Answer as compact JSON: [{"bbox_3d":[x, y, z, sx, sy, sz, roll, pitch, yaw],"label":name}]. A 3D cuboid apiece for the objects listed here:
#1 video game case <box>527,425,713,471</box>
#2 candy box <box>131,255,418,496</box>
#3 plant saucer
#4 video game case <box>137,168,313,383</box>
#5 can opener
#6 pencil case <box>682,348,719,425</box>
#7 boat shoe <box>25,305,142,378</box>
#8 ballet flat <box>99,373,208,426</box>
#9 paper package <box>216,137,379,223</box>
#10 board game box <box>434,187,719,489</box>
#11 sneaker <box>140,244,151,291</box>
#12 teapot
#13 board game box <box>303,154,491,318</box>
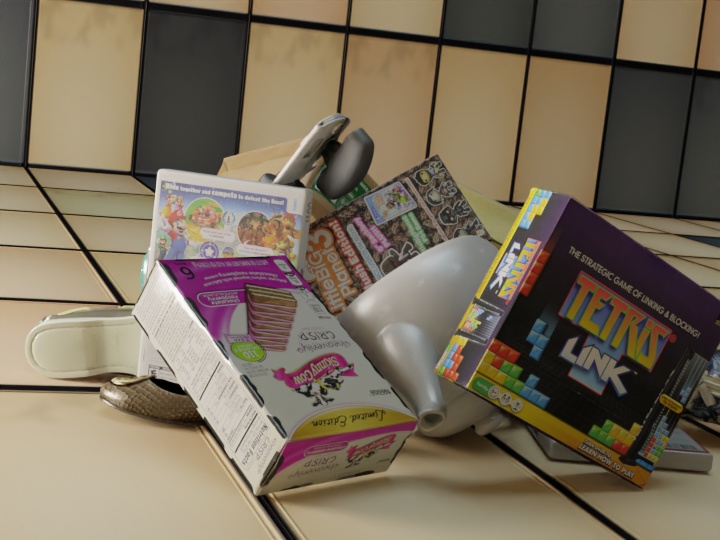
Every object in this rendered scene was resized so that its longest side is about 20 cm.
[{"bbox_3d":[0.222,0.142,1.212,0.142,0.018,0.200,5,9,-5],"label":"video game case"},{"bbox_3d":[-0.068,0.073,1.018,0.136,0.061,0.200,-3,43,-44],"label":"candy box"},{"bbox_3d":[0.151,-0.024,1.393,0.200,0.049,0.200,29,-10,21],"label":"plant saucer"},{"bbox_3d":[-0.120,0.020,1.150,0.143,0.201,0.018,9,7,18],"label":"video game case"},{"bbox_3d":[-0.063,-0.055,1.168,0.067,0.200,0.053,46,28,14],"label":"can opener"},{"bbox_3d":[0.384,0.122,1.211,0.199,0.078,0.089,15,15,21],"label":"pencil case"},{"bbox_3d":[-0.203,0.066,1.219,0.201,0.072,0.060,2,13,-1],"label":"boat shoe"},{"bbox_3d":[-0.120,0.106,1.098,0.199,0.047,0.067,8,8,12],"label":"ballet flat"},{"bbox_3d":[-0.056,-0.044,1.503,0.190,0.104,0.200,-10,-44,41],"label":"paper package"},{"bbox_3d":[0.180,0.055,1.035,0.200,0.166,0.057,30,-2,-28],"label":"board game box"},{"bbox_3d":[-0.132,-0.001,1.337,0.091,0.078,0.200,15,22,25],"label":"sneaker"},{"bbox_3d":[0.075,0.075,1.135,0.200,0.146,0.197,-28,-15,-26],"label":"teapot"},{"bbox_3d":[0.000,0.000,1.246,0.200,0.097,0.159,-30,-9,-17],"label":"board game box"}]
